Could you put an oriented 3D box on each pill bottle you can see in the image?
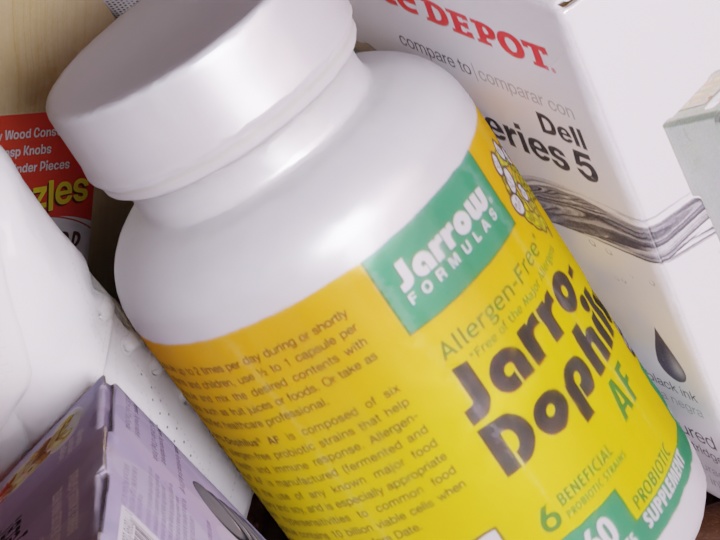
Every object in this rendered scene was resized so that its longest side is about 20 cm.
[{"bbox_3d":[0.003,0.011,0.824,0.200,0.113,0.113,56,47,-21],"label":"pill bottle"}]

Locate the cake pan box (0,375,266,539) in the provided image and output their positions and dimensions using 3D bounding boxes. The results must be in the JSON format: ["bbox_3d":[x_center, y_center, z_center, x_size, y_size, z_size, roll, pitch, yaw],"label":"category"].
[{"bbox_3d":[-0.017,0.123,0.738,0.052,0.200,0.184,-44,101,3],"label":"cake pan box"}]

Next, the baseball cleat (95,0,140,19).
[{"bbox_3d":[-0.045,-0.090,0.973,0.200,0.070,0.106,-13,131,-46],"label":"baseball cleat"}]

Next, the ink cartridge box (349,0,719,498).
[{"bbox_3d":[0.071,-0.043,0.875,0.084,0.145,0.200,-40,129,-19],"label":"ink cartridge box"}]

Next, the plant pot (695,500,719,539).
[{"bbox_3d":[0.088,0.159,0.982,0.198,0.200,0.200,10,71,-34],"label":"plant pot"}]

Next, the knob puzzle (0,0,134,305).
[{"bbox_3d":[-0.135,-0.017,0.879,0.220,0.030,0.220,-19,116,-43],"label":"knob puzzle"}]

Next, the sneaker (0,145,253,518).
[{"bbox_3d":[-0.070,0.037,0.864,0.088,0.075,0.200,-21,120,-7],"label":"sneaker"}]
